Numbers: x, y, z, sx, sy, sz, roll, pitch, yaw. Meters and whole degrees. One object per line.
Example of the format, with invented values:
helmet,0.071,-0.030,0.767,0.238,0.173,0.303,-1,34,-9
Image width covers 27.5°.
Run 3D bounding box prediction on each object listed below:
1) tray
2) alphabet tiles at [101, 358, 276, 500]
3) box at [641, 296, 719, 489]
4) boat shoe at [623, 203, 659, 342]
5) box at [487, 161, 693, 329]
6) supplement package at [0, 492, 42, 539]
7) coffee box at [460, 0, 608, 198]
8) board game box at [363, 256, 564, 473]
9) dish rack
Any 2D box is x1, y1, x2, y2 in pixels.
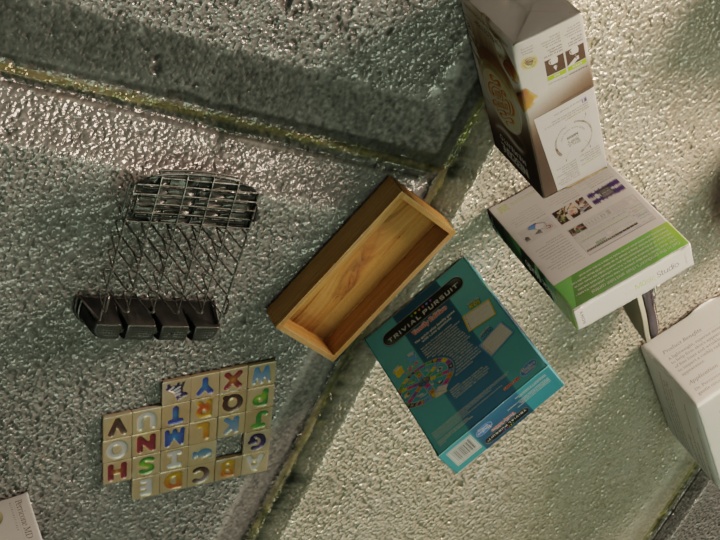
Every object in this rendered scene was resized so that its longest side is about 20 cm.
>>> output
tray,0.000,0.000,1.588,0.200,0.037,0.098,-46,133,12
alphabet tiles,-0.192,0.182,1.646,0.199,0.008,0.168,-10,129,-22
box,0.495,0.141,1.903,0.198,0.131,0.200,-31,134,-3
boat shoe,0.340,0.004,1.752,0.062,0.073,0.201,-25,128,-5
box,0.243,-0.036,1.578,0.144,0.200,0.036,-29,130,-5
supplement package,-0.422,0.365,1.564,0.199,0.152,0.151,-16,131,-17
coffee box,0.176,-0.188,1.481,0.079,0.115,0.201,-27,133,-8
board game box,0.110,0.100,1.612,0.151,0.200,0.047,-39,134,5
dish rack,-0.188,-0.016,1.462,0.153,0.055,0.201,2,122,-32
